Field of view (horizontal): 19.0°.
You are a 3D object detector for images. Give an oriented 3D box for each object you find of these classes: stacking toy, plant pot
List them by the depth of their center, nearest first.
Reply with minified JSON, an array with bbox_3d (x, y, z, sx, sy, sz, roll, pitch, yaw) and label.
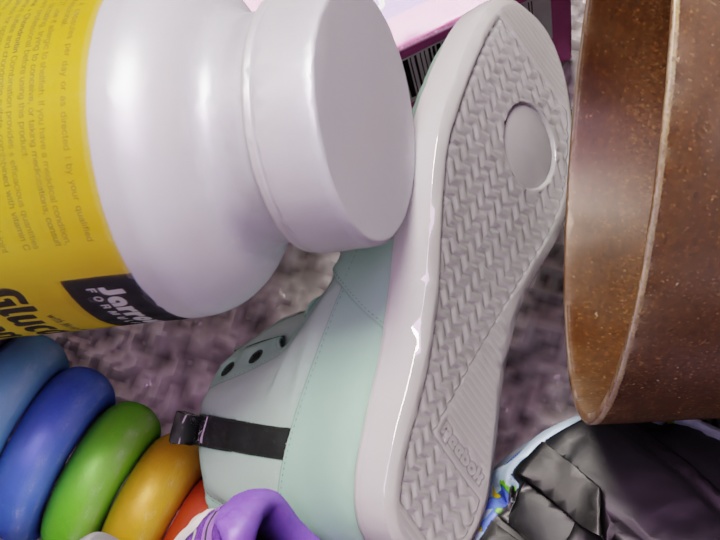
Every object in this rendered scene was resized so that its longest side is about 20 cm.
[{"bbox_3d":[0.173,-0.040,0.643,0.199,0.187,0.188,5,77,-2],"label":"plant pot"},{"bbox_3d":[-0.089,0.078,0.778,0.199,0.085,0.086,28,81,7],"label":"stacking toy"}]

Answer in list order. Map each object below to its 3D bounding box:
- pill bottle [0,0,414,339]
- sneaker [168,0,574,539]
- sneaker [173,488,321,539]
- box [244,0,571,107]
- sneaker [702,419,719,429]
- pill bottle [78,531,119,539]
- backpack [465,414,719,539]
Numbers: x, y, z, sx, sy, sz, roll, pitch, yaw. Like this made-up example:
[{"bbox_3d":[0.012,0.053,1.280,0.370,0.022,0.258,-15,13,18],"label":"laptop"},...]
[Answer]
[{"bbox_3d":[-0.089,-0.037,0.688,0.199,0.112,0.113,-7,75,23],"label":"pill bottle"},{"bbox_3d":[0.000,0.000,0.738,0.118,0.074,0.201,-3,64,44],"label":"sneaker"},{"bbox_3d":[0.013,0.150,0.660,0.200,0.084,0.081,42,44,10],"label":"sneaker"},{"bbox_3d":[-0.039,-0.143,0.815,0.175,0.097,0.201,-25,75,0],"label":"box"},{"bbox_3d":[0.172,-0.017,0.784,0.078,0.085,0.201,0,58,48],"label":"sneaker"},{"bbox_3d":[-0.155,0.169,0.731,0.199,0.104,0.105,-31,75,8],"label":"pill bottle"},{"bbox_3d":[0.116,0.135,0.721,0.200,0.154,0.163,37,86,-7],"label":"backpack"}]
